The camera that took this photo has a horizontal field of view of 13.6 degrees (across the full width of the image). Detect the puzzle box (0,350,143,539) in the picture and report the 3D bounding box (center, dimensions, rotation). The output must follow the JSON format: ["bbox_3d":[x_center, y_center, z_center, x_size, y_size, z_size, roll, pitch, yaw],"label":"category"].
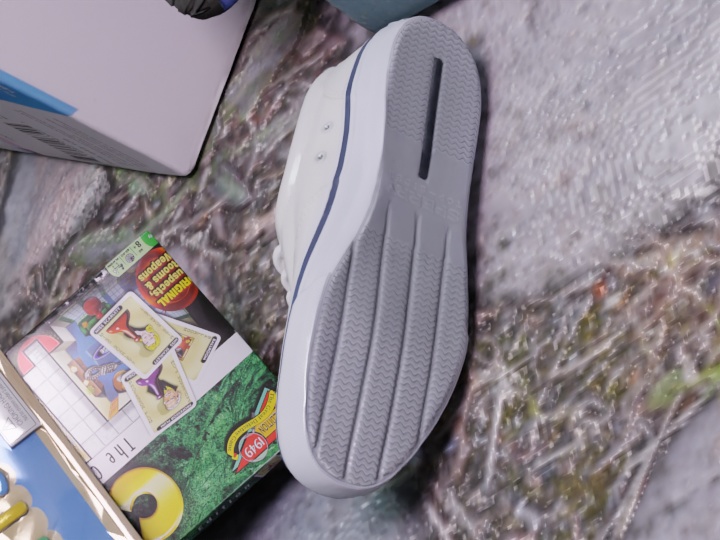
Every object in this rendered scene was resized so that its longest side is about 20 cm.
[{"bbox_3d":[-0.136,0.139,1.136,0.133,0.025,0.200,-37,76,-7],"label":"puzzle box"}]

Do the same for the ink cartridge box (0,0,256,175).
[{"bbox_3d":[-0.161,-0.142,1.352,0.199,0.146,0.147,10,77,50],"label":"ink cartridge box"}]

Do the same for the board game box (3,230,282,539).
[{"bbox_3d":[-0.124,0.088,1.176,0.200,0.023,0.105,-42,81,-7],"label":"board game box"}]

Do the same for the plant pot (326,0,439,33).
[{"bbox_3d":[0.032,-0.241,1.161,0.199,0.195,0.198,-17,57,34],"label":"plant pot"}]

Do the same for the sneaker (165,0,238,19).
[{"bbox_3d":[-0.035,-0.186,1.271,0.075,0.078,0.201,-15,48,44],"label":"sneaker"}]

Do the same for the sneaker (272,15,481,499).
[{"bbox_3d":[0.000,0.000,1.158,0.071,0.073,0.201,-27,42,49],"label":"sneaker"}]
